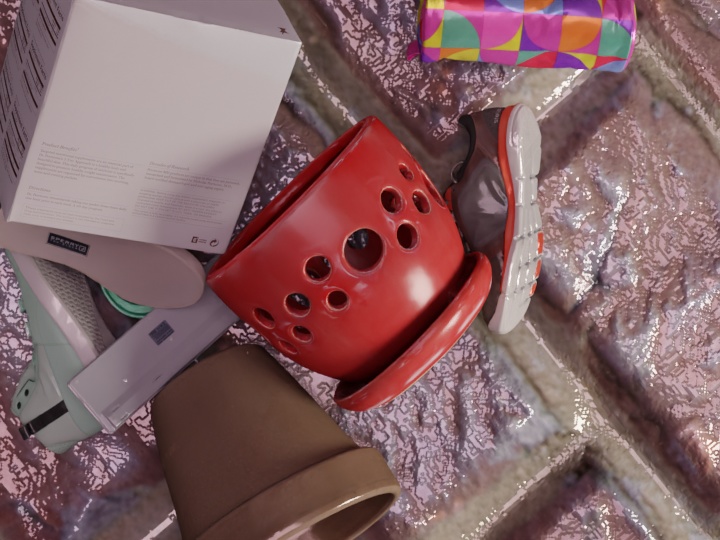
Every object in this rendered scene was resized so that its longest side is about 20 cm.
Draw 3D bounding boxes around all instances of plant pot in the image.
[{"bbox_3d":[-0.092,0.165,1.475,0.199,0.200,0.176,-32,74,-2],"label":"plant pot"},{"bbox_3d":[0.000,0.000,1.460,0.182,0.200,0.201,44,88,-6],"label":"plant pot"}]

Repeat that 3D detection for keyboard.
[{"bbox_3d":[-0.165,0.060,1.490,0.056,0.011,0.200,45,52,2],"label":"keyboard"}]

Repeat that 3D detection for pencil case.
[{"bbox_3d":[0.141,-0.218,1.526,0.197,0.088,0.090,3,90,-1],"label":"pencil case"}]

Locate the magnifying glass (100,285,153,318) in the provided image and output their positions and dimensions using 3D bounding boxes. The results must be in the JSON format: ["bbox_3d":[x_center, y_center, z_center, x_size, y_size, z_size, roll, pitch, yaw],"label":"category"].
[{"bbox_3d":[-0.195,-0.059,1.538,0.079,0.022,0.203,-2,89,-3],"label":"magnifying glass"}]

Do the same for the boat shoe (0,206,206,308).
[{"bbox_3d":[-0.220,-0.042,1.491,0.198,0.093,0.075,23,127,-14],"label":"boat shoe"}]

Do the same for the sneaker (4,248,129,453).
[{"bbox_3d":[-0.282,0.060,1.509,0.118,0.074,0.202,-37,74,21],"label":"sneaker"}]

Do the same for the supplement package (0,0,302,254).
[{"bbox_3d":[-0.180,-0.146,1.403,0.189,0.148,0.201,8,121,-26],"label":"supplement package"}]

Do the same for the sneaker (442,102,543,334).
[{"bbox_3d":[0.113,-0.046,1.540,0.081,0.077,0.203,3,89,24],"label":"sneaker"}]
